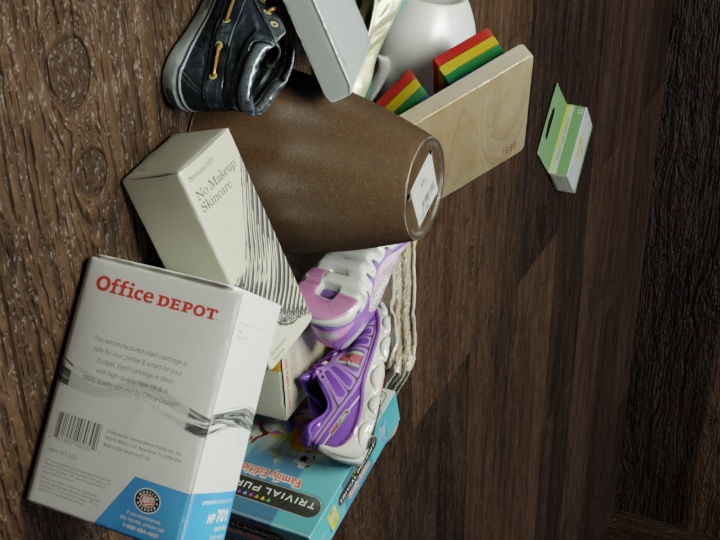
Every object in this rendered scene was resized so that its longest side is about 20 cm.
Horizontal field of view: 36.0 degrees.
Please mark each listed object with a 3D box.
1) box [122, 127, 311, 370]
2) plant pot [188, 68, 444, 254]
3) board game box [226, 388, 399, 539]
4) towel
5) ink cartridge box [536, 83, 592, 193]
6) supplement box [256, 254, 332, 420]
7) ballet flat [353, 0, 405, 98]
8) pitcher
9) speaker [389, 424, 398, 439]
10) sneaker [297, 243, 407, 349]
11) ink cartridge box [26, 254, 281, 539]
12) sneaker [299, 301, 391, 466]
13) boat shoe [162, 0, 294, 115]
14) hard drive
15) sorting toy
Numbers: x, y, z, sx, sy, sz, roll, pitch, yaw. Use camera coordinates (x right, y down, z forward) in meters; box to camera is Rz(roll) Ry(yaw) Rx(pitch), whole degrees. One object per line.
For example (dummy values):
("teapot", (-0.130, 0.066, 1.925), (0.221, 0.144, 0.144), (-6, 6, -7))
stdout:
("box", (-0.119, -0.015, 0.957), (0.082, 0.068, 0.201), (-53, 130, -43))
("plant pot", (-0.029, -0.092, 1.026), (0.187, 0.198, 0.189), (12, 90, -67))
("board game box", (-0.068, 0.189, 1.136), (0.200, 0.150, 0.047), (-55, 147, -42))
("towel", (0.029, 0.051, 1.236), (0.133, 0.034, 0.202), (117, -21, -53))
("ink cartridge box", (0.392, -0.250, 2.114), (0.200, 0.048, 0.147), (41, 64, -67))
("supplement box", (-0.067, 0.045, 1.164), (0.200, 0.073, 0.127), (-48, 142, -52))
("ballet flat", (-0.012, -0.236, 1.173), (0.069, 0.069, 0.202), (24, 86, -66))
("pitcher", (0.048, -0.219, 1.271), (0.171, 0.121, 0.202), (-25, 136, -44))
("speaker", (-0.025, 0.188, 1.326), (0.200, 0.080, 0.082), (-4, 105, -66))
("sneaker", (0.000, 0.000, 1.122), (0.201, 0.080, 0.089), (-57, 154, -35))
("ink cartridge box", (-0.162, 0.104, 0.882), (0.086, 0.145, 0.202), (28, 76, -68))
("sneaker", (-0.017, 0.100, 1.117), (0.201, 0.083, 0.081), (-79, -174, -48))
("boat shoe", (-0.090, -0.218, 0.963), (0.202, 0.090, 0.071), (-69, 155, -21))
("hard drive", (-0.033, -0.244, 1.019), (0.200, 0.026, 0.133), (-76, 144, -66))
("sorting toy", (0.081, -0.155, 1.202), (0.198, 0.070, 0.200), (-31, 159, -7))
